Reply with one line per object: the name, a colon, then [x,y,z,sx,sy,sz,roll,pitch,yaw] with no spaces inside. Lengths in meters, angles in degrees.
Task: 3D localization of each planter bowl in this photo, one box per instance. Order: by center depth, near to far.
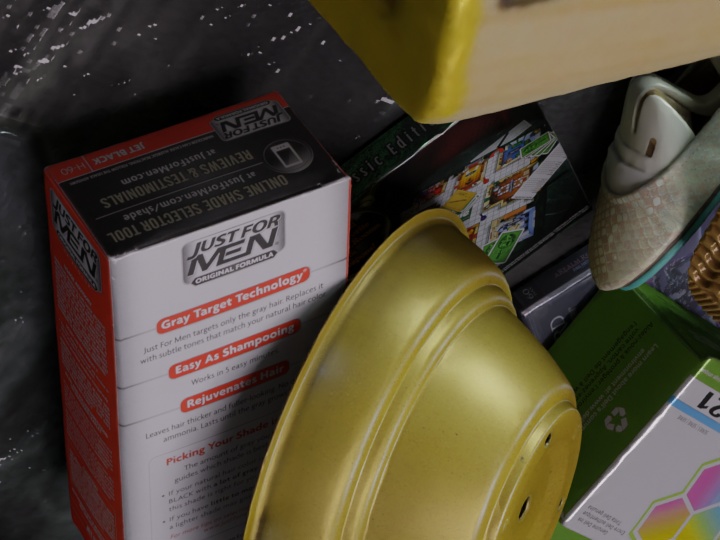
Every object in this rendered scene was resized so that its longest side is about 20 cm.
planter bowl: [0.034,0.082,1.018,0.201,0.083,0.201,-53,155,-38]

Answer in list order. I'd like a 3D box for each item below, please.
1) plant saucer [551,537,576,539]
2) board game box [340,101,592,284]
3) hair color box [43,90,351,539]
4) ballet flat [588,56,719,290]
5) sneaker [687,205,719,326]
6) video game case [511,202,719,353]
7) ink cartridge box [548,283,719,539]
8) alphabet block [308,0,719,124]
plant saucer: [0.048,0.206,1.306,0.200,0.029,0.200,-22,139,-21]
board game box: [0.000,0.000,1.068,0.200,0.023,0.105,-36,143,-3]
hair color box: [-0.062,0.036,0.990,0.101,0.061,0.200,-19,138,-22]
ballet flat: [0.150,-0.082,1.088,0.062,0.067,0.200,35,101,-22]
sneaker: [0.199,-0.050,1.037,0.090,0.075,0.200,-48,173,-33]
video game case: [0.169,0.006,1.212,0.200,0.019,0.143,-31,141,-8]
ink cartridge box: [0.116,0.116,1.194,0.200,0.076,0.148,-51,138,10]
alphabet block: [0.070,-0.189,0.801,0.200,0.195,0.197,-16,135,-28]
